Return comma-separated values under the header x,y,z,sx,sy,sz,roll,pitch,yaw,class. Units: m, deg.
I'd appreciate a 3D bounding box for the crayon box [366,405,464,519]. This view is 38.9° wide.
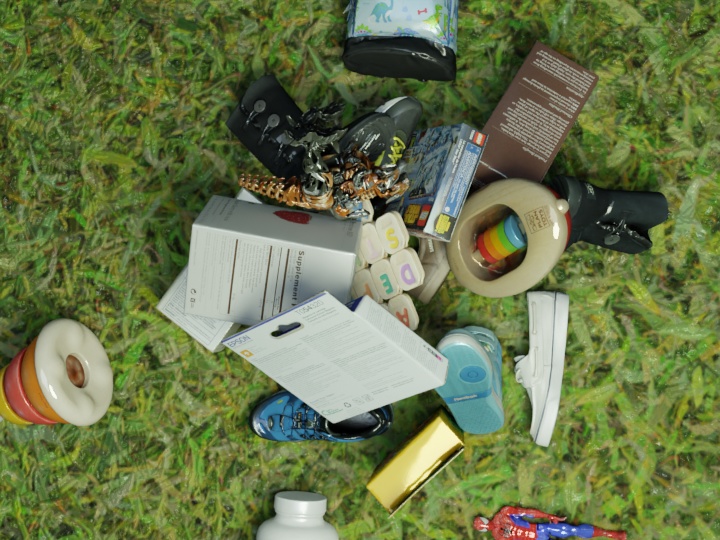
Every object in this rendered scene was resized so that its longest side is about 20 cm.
x,y,z,sx,sy,sz,roll,pitch,yaw,class
0.072,0.236,1.281,0.127,0.200,0.051,-43,85,1,crayon box

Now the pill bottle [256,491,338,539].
x,y,z,sx,sy,sz,roll,pitch,yaw,class
-0.086,0.396,1.333,0.109,0.111,0.203,4,87,5,pill bottle

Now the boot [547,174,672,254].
x,y,z,sx,sy,sz,roll,pitch,yaw,class
0.288,-0.039,1.328,0.166,0.201,0.077,9,49,-23,boot

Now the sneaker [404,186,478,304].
x,y,z,sx,sy,sz,roll,pitch,yaw,class
0.112,-0.057,1.356,0.075,0.070,0.201,32,90,6,sneaker

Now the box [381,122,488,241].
x,y,z,sx,sy,sz,roll,pitch,yaw,class
0.088,-0.112,1.297,0.039,0.200,0.139,21,90,-16,box

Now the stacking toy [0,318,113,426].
x,y,z,sx,sy,sz,roll,pitch,yaw,class
-0.451,0.159,1.382,0.198,0.146,0.148,-19,86,20,stacking toy

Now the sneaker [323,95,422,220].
x,y,z,sx,sy,sz,roll,pitch,yaw,class
0.029,-0.135,1.355,0.085,0.074,0.201,42,102,37,sneaker

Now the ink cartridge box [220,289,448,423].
x,y,z,sx,sy,sz,roll,pitch,yaw,class
-0.031,0.095,1.203,0.195,0.044,0.200,-24,126,40,ink cartridge box

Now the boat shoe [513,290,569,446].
x,y,z,sx,sy,sz,roll,pitch,yaw,class
0.233,0.126,1.339,0.065,0.072,0.203,6,87,9,boat shoe

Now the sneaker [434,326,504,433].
x,y,z,sx,sy,sz,roll,pitch,yaw,class
0.134,0.105,1.295,0.078,0.201,0.132,-6,50,12,sneaker

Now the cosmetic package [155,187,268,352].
x,y,z,sx,sy,sz,roll,pitch,yaw,class
-0.173,0.000,1.377,0.105,0.071,0.201,38,91,4,cosmetic package

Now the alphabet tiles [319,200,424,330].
x,y,z,sx,sy,sz,roll,pitch,yaw,class
0.000,0.000,1.325,0.199,0.015,0.198,-26,85,46,alphabet tiles

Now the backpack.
x,y,z,sx,sy,sz,roll,pitch,yaw,class
0.061,-0.371,1.351,0.161,0.154,0.203,10,75,12,backpack

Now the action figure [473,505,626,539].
x,y,z,sx,sy,sz,roll,pitch,yaw,class
0.246,0.350,1.340,0.197,0.052,0.066,9,92,8,action figure

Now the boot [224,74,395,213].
x,y,z,sx,sy,sz,roll,pitch,yaw,class
-0.070,-0.193,1.347,0.165,0.066,0.200,-42,55,0,boot

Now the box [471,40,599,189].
x,y,z,sx,sy,sz,roll,pitch,yaw,class
0.219,-0.186,1.322,0.099,0.075,0.201,31,68,5,box

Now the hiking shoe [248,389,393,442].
x,y,z,sx,sy,sz,roll,pitch,yaw,class
-0.055,0.191,1.351,0.197,0.087,0.076,-5,87,5,hiking shoe

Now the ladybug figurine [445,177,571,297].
x,y,z,sx,sy,sz,roll,pitch,yaw,class
0.187,-0.043,1.250,0.071,0.199,0.137,-15,83,-40,ladybug figurine

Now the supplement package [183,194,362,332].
x,y,z,sx,sy,sz,roll,pitch,yaw,class
-0.105,-0.005,1.263,0.197,0.121,0.121,10,112,0,supplement package

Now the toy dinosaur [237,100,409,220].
x,y,z,sx,sy,sz,roll,pitch,yaw,class
-0.043,-0.117,1.230,0.198,0.102,0.137,-17,122,-18,toy dinosaur
